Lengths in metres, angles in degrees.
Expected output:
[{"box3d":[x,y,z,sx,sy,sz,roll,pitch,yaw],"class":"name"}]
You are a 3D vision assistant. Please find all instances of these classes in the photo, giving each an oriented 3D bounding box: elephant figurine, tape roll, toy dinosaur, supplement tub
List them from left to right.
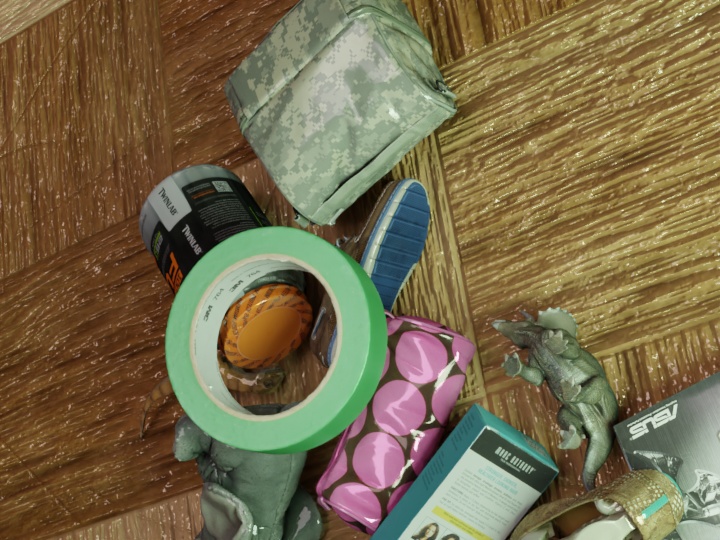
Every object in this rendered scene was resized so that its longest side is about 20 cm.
[{"box3d":[-0.173,0.106,1.344,0.199,0.060,0.107,-13,71,32],"class":"toy dinosaur"},{"box3d":[-0.133,-0.004,1.301,0.123,0.122,0.200,-48,51,15],"class":"supplement tub"},{"box3d":[-0.106,0.231,1.235,0.141,0.155,0.201,-3,83,-10],"class":"elephant figurine"},{"box3d":[-0.077,0.062,1.161,0.200,0.048,0.201,-4,78,20],"class":"tape roll"},{"box3d":[0.180,0.099,1.079,0.077,0.102,0.200,-46,64,25],"class":"toy dinosaur"}]

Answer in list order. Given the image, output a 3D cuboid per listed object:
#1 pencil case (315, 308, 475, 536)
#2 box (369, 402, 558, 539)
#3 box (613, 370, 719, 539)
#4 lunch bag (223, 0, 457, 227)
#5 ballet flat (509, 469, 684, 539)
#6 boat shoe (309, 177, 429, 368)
[{"box3d":[0.027,0.138,1.172,0.201,0.093,0.091,-69,15,-4],"class":"pencil case"},{"box3d":[0.074,0.219,1.114,0.200,0.082,0.049,-54,18,10],"class":"box"},{"box3d":[0.314,0.149,0.992,0.200,0.048,0.159,-32,60,25],"class":"box"},{"box3d":[-0.016,-0.159,1.259,0.200,0.139,0.168,-39,57,21],"class":"lunch bag"},{"box3d":[0.168,0.214,1.026,0.071,0.065,0.200,54,134,11],"class":"ballet flat"},{"box3d":[0.000,0.000,1.244,0.072,0.072,0.201,23,90,39],"class":"boat shoe"}]
